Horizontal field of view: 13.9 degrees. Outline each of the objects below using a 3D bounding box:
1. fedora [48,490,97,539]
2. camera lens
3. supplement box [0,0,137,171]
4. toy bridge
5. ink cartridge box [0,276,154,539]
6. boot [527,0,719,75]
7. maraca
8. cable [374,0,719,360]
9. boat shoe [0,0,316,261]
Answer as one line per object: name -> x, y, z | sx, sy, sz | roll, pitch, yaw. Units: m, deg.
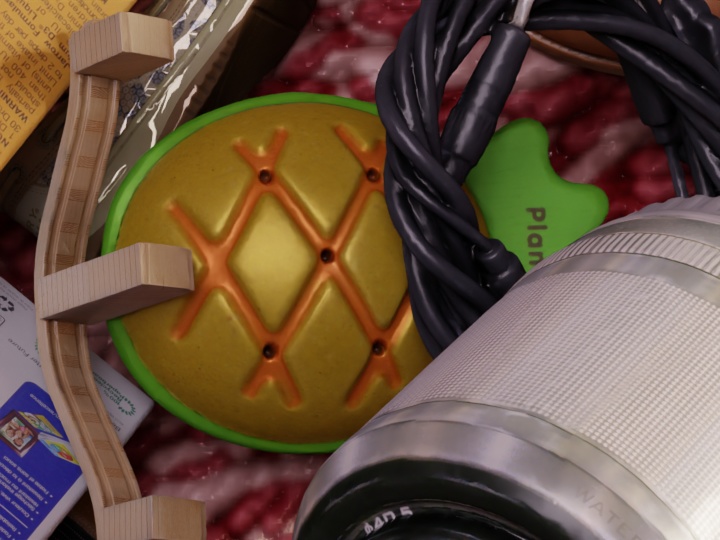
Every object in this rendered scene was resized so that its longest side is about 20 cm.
fedora -> -0.137, 0.152, 1.083 | 0.201, 0.200, 0.082 | 52, 121, 20
camera lens -> 0.084, 0.082, 0.969 | 0.160, 0.161, 0.200 | 30, 41, 17
supplement box -> -0.140, -0.094, 1.121 | 0.069, 0.066, 0.200 | 47, 52, -20
toy bridge -> -0.091, 0.005, 1.077 | 0.067, 0.027, 0.201 | -19, 71, 45
ink cartridge box -> -0.153, 0.069, 1.054 | 0.099, 0.200, 0.039 | 40, 117, -1
boot -> 0.059, -0.158, 1.143 | 0.199, 0.155, 0.074 | 31, 78, 17
maraca -> 0.000, 0.000, 1.126 | 0.199, 0.107, 0.138 | -2, 87, -11
cable -> 0.084, -0.021, 1.096 | 0.163, 0.051, 0.201 | -17, 100, -33
boat shoe -> -0.072, -0.094, 1.184 | 0.063, 0.073, 0.200 | 31, 79, 15
